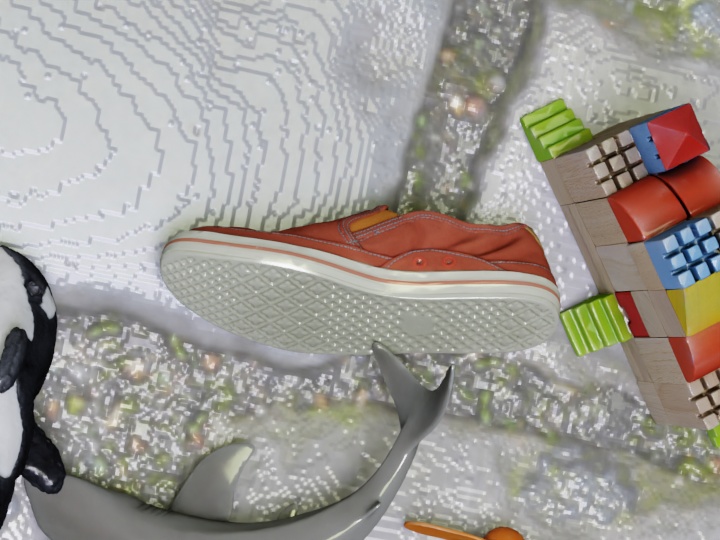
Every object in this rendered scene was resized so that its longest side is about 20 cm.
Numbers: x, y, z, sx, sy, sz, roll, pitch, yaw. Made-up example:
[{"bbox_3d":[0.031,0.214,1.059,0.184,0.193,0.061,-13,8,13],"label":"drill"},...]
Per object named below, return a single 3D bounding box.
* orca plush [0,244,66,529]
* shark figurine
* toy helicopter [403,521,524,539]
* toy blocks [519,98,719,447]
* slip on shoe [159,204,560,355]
[{"bbox_3d":[-0.160,0.086,0.932,0.071,0.105,0.201,26,38,-27],"label":"orca plush"},{"bbox_3d":[-0.041,0.125,0.962,0.213,0.090,0.129,-19,96,-1],"label":"shark figurine"},{"bbox_3d":[0.092,0.187,1.020,0.199,0.079,0.133,-2,80,-23],"label":"toy helicopter"},{"bbox_3d":[0.160,-0.001,0.996,0.099,0.137,0.201,-25,93,-12],"label":"toy blocks"},{"bbox_3d":[0.000,0.000,1.003,0.198,0.074,0.062,3,53,-7],"label":"slip on shoe"}]
